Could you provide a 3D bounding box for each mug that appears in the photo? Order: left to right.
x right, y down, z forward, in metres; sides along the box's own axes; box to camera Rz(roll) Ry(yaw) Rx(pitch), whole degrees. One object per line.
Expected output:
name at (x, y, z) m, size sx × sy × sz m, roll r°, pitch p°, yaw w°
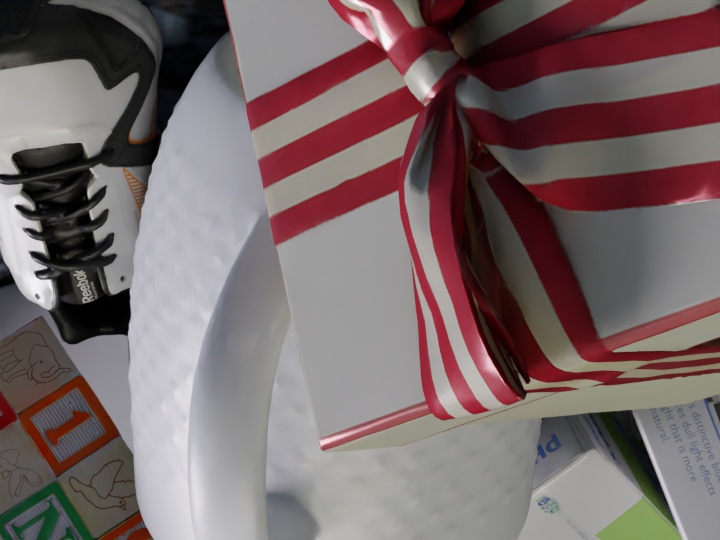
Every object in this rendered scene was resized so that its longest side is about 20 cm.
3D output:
mug at (-0.014, 0.018, 0.655) m, size 0.147 × 0.200 × 0.176 m, roll 11°, pitch 124°, yaw 12°

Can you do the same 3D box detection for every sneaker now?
sneaker at (-0.098, -0.033, 0.682) m, size 0.073 × 0.080 × 0.200 m, roll -6°, pitch 160°, yaw 3°

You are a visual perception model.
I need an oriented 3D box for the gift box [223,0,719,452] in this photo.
gift box at (0.079, -0.063, 0.519) m, size 0.186 × 0.185 × 0.200 m, roll -2°, pitch 159°, yaw -44°

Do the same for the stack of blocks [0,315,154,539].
stack of blocks at (-0.160, 0.067, 0.758) m, size 0.115 × 0.200 × 0.059 m, roll -33°, pitch 165°, yaw -11°

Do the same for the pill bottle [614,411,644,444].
pill bottle at (0.101, 0.063, 0.934) m, size 0.200 × 0.110 × 0.109 m, roll -11°, pitch 167°, yaw -38°

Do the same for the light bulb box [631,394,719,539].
light bulb box at (0.218, 0.032, 0.786) m, size 0.200 × 0.125 × 0.198 m, roll -21°, pitch -177°, yaw 14°

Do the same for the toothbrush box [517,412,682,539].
toothbrush box at (0.072, 0.135, 0.831) m, size 0.145 × 0.086 × 0.200 m, roll -37°, pitch 133°, yaw 10°

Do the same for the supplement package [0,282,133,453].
supplement package at (-0.089, 0.076, 0.943) m, size 0.121 × 0.120 × 0.200 m, roll -16°, pitch 160°, yaw 31°
